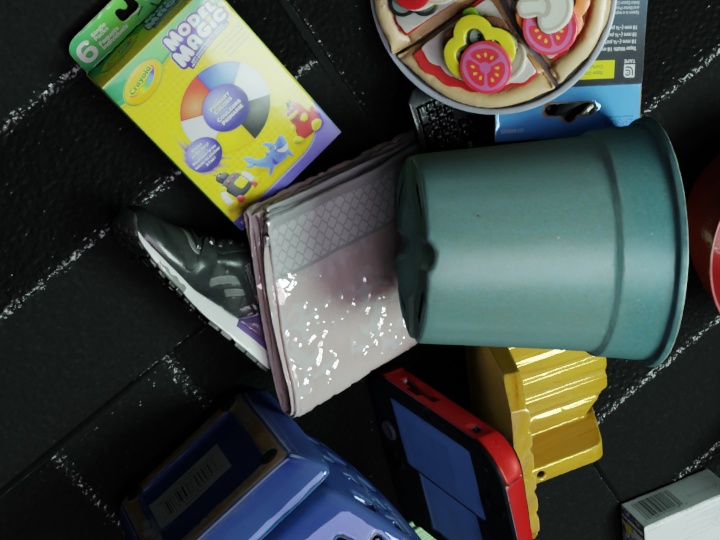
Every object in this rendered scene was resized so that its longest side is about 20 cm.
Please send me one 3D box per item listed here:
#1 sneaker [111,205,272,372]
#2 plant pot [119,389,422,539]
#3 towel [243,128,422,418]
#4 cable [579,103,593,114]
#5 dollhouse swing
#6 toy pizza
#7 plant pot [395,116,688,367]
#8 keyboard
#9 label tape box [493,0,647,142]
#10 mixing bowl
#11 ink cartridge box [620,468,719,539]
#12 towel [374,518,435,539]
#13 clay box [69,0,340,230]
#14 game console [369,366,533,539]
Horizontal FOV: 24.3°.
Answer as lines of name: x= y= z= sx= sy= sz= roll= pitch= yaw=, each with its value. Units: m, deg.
sneaker: x=-0.116 y=-0.008 z=1.347 sx=0.088 sy=0.076 sz=0.200 roll=-51 pitch=132 yaw=-8
plant pot: x=-0.081 y=0.227 z=1.396 sx=0.200 sy=0.200 sz=0.180 roll=-42 pitch=117 yaw=-3
towel: x=0.000 y=0.000 z=1.389 sx=0.200 sy=0.032 sz=0.191 roll=-29 pitch=124 yaw=-33
cable: x=0.171 y=-0.064 z=1.444 sx=0.200 sy=0.097 sz=0.050 roll=-48 pitch=150 yaw=3
dollhouse swing: x=0.176 y=0.111 z=1.477 sx=0.181 sy=0.176 sz=0.200 roll=-17 pitch=118 yaw=-19
toy pizza: x=0.098 y=-0.219 z=1.295 sx=0.200 sy=0.032 sz=0.201 roll=5 pitch=105 yaw=19
plant pot: x=0.134 y=-0.019 z=1.324 sx=0.196 sy=0.200 sz=0.201 roll=-2 pitch=115 yaw=-9
keyboard: x=0.136 y=-0.135 z=1.400 sx=0.200 sy=0.040 sz=0.104 roll=-27 pitch=115 yaw=-23
label tape box: x=0.160 y=-0.212 z=1.369 sx=0.144 sy=0.063 sz=0.201 roll=-5 pitch=106 yaw=-24
mixing bowl: x=0.375 y=-0.047 z=1.542 sx=0.200 sy=0.108 sz=0.201 roll=-11 pitch=117 yaw=-21
ink cartridge box: x=0.329 y=0.313 z=1.724 sx=0.109 sy=0.050 sz=0.200 roll=-19 pitch=121 yaw=-18
towel: x=0.043 y=0.307 z=1.595 sx=0.200 sy=0.023 sz=0.153 roll=-30 pitch=123 yaw=-12
clay box: x=-0.119 y=-0.138 z=1.289 sx=0.115 sy=0.048 sz=0.200 roll=-45 pitch=126 yaw=-2
game console: x=0.079 y=0.186 z=1.450 sx=0.031 sy=0.200 sz=0.177 roll=-24 pitch=121 yaw=-24
